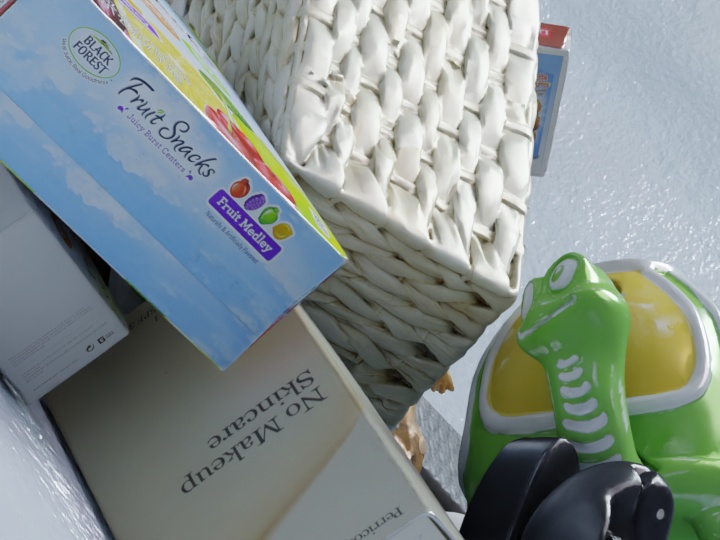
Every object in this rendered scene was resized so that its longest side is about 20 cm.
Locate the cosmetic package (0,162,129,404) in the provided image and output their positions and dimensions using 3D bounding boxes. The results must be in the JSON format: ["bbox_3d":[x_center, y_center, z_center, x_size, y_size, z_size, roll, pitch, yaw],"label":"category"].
[{"bbox_3d":[-0.157,-0.048,1.042,0.200,0.051,0.083,54,0,40],"label":"cosmetic package"}]

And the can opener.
[{"bbox_3d":[0.063,0.158,0.987,0.063,0.201,0.079,20,-12,-32],"label":"can opener"}]

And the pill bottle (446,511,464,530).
[{"bbox_3d":[0.036,0.176,1.229,0.200,0.111,0.111,55,-1,-25],"label":"pill bottle"}]

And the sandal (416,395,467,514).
[{"bbox_3d":[-0.006,0.062,1.318,0.200,0.043,0.076,52,23,-24],"label":"sandal"}]

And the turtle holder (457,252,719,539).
[{"bbox_3d":[0.094,0.065,1.111,0.185,0.141,0.132,19,59,-43],"label":"turtle holder"}]

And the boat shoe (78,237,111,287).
[{"bbox_3d":[-0.123,-0.006,1.198,0.072,0.065,0.200,68,18,0],"label":"boat shoe"}]

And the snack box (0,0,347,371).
[{"bbox_3d":[-0.105,-0.080,1.026,0.169,0.068,0.200,46,5,-37],"label":"snack box"}]

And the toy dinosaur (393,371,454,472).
[{"bbox_3d":[0.000,0.000,1.268,0.106,0.060,0.200,-2,61,-60],"label":"toy dinosaur"}]

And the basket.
[{"bbox_3d":[-0.008,-0.049,1.174,0.135,0.123,0.200,30,44,-23],"label":"basket"}]

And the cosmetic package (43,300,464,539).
[{"bbox_3d":[-0.034,0.082,1.017,0.073,0.103,0.200,54,-1,-35],"label":"cosmetic package"}]

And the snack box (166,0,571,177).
[{"bbox_3d":[-0.007,-0.090,1.297,0.024,0.199,0.072,-85,-177,-54],"label":"snack box"}]
